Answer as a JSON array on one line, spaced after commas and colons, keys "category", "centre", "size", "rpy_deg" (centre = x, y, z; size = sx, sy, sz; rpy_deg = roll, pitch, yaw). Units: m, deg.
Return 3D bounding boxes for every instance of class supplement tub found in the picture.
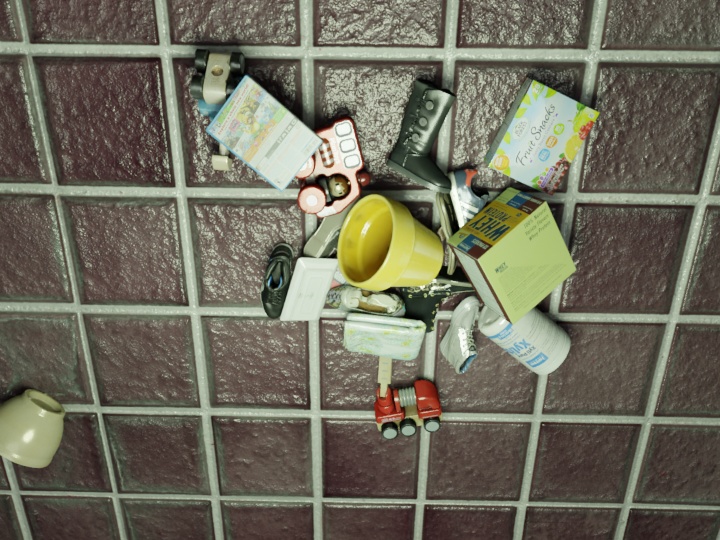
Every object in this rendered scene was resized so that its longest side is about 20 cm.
[{"category": "supplement tub", "centre": [0.398, 0.148, 1.509], "size": [0.199, 0.132, 0.132], "rpy_deg": [36, 110, -13]}]

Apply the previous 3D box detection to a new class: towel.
[{"category": "towel", "centre": [0.054, 0.165, 1.518], "size": [0.196, 0.049, 0.172], "rpy_deg": [6, 153, 1]}]

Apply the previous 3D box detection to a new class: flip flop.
[{"category": "flip flop", "centre": [0.194, -0.089, 1.443], "size": [0.057, 0.081, 0.203], "rpy_deg": [-6, 113, 22]}]

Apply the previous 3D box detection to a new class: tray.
[{"category": "tray", "centre": [-0.123, 0.054, 1.495], "size": [0.106, 0.022, 0.202], "rpy_deg": [2, 129, -25]}]

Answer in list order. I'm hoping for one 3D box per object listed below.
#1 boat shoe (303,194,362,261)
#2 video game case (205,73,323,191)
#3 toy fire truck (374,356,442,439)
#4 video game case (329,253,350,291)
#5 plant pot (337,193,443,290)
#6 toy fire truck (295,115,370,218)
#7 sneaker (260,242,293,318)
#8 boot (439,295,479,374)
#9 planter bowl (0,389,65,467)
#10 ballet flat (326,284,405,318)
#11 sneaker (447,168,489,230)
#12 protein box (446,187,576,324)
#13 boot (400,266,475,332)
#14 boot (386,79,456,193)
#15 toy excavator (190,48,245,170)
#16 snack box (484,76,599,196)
[{"category": "boat shoe", "centre": [-0.059, -0.101, 1.457], "size": [0.067, 0.057, 0.200], "rpy_deg": [47, 107, 20]}, {"category": "video game case", "centre": [-0.196, -0.278, 1.265], "size": [0.199, 0.018, 0.143], "rpy_deg": [38, 109, -17]}, {"category": "toy fire truck", "centre": [0.114, 0.314, 1.607], "size": [0.173, 0.129, 0.202], "rpy_deg": [-10, 123, 5]}, {"category": "video game case", "centre": [0.000, 0.000, 1.513], "size": [0.142, 0.018, 0.201], "rpy_deg": [35, 110, -13]}, {"category": "plant pot", "centre": [0.078, -0.047, 1.378], "size": [0.187, 0.202, 0.202], "rpy_deg": [15, 117, -36]}, {"category": "toy fire truck", "centre": [-0.068, -0.222, 1.365], "size": [0.165, 0.113, 0.203], "rpy_deg": [-14, 114, 7]}, {"category": "sneaker", "centre": [-0.209, 0.044, 1.485], "size": [0.072, 0.112, 0.203], "rpy_deg": [10, 114, -3]}, {"category": "boot", "centre": [0.262, 0.162, 1.511], "size": [0.073, 0.096, 0.202], "rpy_deg": [-11, 137, -27]}, {"category": "planter bowl", "centre": [-0.869, 0.403, 1.629], "size": [0.199, 0.200, 0.136], "rpy_deg": [37, 83, -14]}, {"category": "ballet flat", "centre": [0.014, 0.069, 1.483], "size": [0.197, 0.072, 0.073], "rpy_deg": [12, 114, 5]}, {"category": "sneaker", "centre": [0.261, -0.137, 1.415], "size": [0.083, 0.075, 0.203], "rpy_deg": [-14, 113, 12]}, {"category": "protein box", "centre": [0.337, -0.034, 1.379], "size": [0.198, 0.135, 0.201], "rpy_deg": [-39, 120, -6]}, {"category": "boot", "centre": [0.191, 0.074, 1.514], "size": [0.200, 0.074, 0.156], "rpy_deg": [2, 117, 6]}, {"category": "boot", "centre": [0.160, -0.290, 1.338], "size": [0.163, 0.066, 0.202], "rpy_deg": [27, 111, 11]}, {"category": "toy excavator", "centre": [-0.295, -0.341, 1.329], "size": [0.098, 0.200, 0.198], "rpy_deg": [4, 70, 0]}, {"category": "snack box", "centre": [0.391, -0.291, 1.349], "size": [0.166, 0.068, 0.202], "rpy_deg": [23, 111, -9]}]
